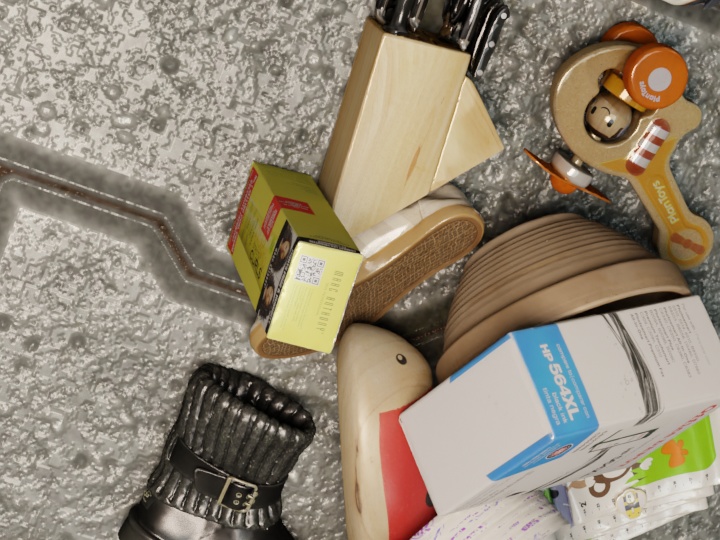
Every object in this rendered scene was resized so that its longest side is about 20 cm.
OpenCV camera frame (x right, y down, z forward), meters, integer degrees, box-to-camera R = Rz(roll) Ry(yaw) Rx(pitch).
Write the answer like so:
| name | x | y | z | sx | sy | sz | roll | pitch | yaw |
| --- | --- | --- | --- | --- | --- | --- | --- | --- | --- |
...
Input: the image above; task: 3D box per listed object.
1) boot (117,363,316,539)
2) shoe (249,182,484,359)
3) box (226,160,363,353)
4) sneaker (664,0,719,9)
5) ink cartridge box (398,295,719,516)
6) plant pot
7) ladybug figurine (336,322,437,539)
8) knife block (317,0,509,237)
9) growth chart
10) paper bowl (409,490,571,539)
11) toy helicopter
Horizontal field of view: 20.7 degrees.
| name | x | y | z | sx | sy | sz | roll | pitch | yaw |
| --- | --- | --- | --- | --- | --- | --- | --- | --- | --- |
| boot | -0.066 | 0.180 | 1.514 | 0.210 | 0.079 | 0.159 | 27 | 101 | -18 |
| shoe | 0.000 | 0.000 | 1.489 | 0.199 | 0.054 | 0.070 | -31 | 144 | 4 |
| box | -0.049 | -0.014 | 1.389 | 0.050 | 0.200 | 0.076 | 15 | 106 | -16 |
| sneaker | 0.263 | -0.231 | 1.448 | 0.198 | 0.079 | 0.079 | -4 | 108 | -12 |
| ink cartridge box | 0.152 | 0.096 | 1.416 | 0.199 | 0.146 | 0.085 | -8 | 67 | -38 |
| plant pot | 0.139 | 0.021 | 1.475 | 0.199 | 0.201 | 0.093 | -21 | 71 | -4 |
| ladybug figurine | 0.022 | 0.135 | 1.485 | 0.071 | 0.136 | 0.202 | -3 | 114 | 1 |
| knife block | 0.022 | -0.145 | 1.434 | 0.199 | 0.064 | 0.176 | -30 | 111 | 0 |
| growth chart | 0.216 | 0.161 | 1.600 | 0.199 | 0.018 | 0.146 | -26 | 110 | -3 |
| paper bowl | 0.080 | 0.252 | 1.495 | 0.201 | 0.201 | 0.104 | -46 | 75 | 5 |
| toy helicopter | 0.204 | -0.078 | 1.488 | 0.132 | 0.079 | 0.201 | -32 | 115 | 1 |
